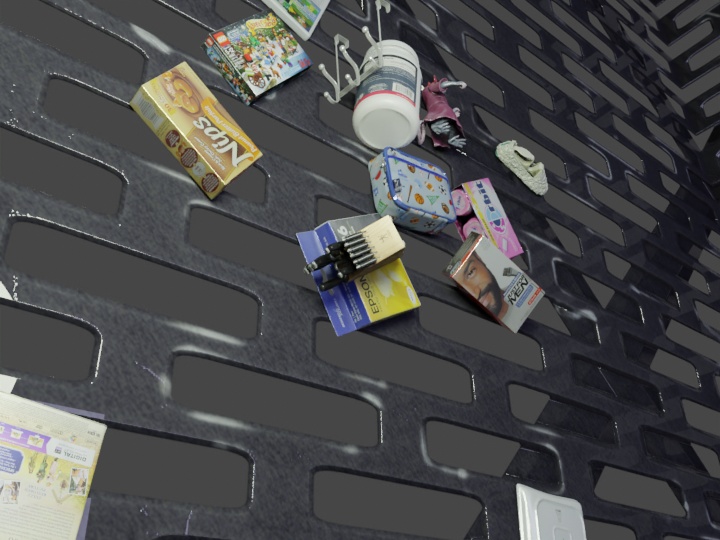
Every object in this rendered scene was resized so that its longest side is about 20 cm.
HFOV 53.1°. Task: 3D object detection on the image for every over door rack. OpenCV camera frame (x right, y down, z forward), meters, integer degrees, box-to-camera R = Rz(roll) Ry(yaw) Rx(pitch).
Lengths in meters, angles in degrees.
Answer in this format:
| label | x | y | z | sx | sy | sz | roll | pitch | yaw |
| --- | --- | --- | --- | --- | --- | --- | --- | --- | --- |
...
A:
| label | x | y | z | sx | sy | sz | roll | pitch | yaw |
| --- | --- | --- | --- | --- | --- | --- | --- | --- | --- |
| over door rack | -0.015 | -0.459 | 1.485 | 0.066 | 0.147 | 0.203 | 31 | 49 | -33 |

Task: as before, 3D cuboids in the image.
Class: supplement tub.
| label | x | y | z | sx | sy | sz | roll | pitch | yaw |
| --- | --- | --- | --- | --- | --- | --- | --- | --- | --- |
| supplement tub | 0.058 | -0.365 | 1.501 | 0.139 | 0.140 | 0.203 | 29 | 49 | -28 |

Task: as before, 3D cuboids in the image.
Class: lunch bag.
| label | x | y | z | sx | sy | sz | roll | pitch | yaw |
| --- | --- | --- | --- | --- | --- | --- | --- | --- | --- |
| lunch bag | 0.105 | -0.168 | 1.485 | 0.198 | 0.075 | 0.163 | 17 | 54 | -38 |

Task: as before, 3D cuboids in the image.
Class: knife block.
| label | x | y | z | sx | sy | sz | roll | pitch | yaw |
| --- | --- | --- | --- | --- | --- | --- | --- | --- | --- |
| knife block | -0.011 | -0.021 | 1.251 | 0.065 | 0.173 | 0.200 | 61 | -2 | 5 |

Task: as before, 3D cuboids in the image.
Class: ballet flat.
| label | x | y | z | sx | sy | sz | roll | pitch | yaw |
| --- | --- | --- | --- | --- | --- | --- | --- | --- | --- |
| ballet flat | 0.431 | -0.264 | 1.853 | 0.198 | 0.071 | 0.073 | 33 | 48 | -26 |

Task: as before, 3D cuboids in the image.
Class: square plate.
| label | x | y | z | sx | sy | sz | roll | pitch | yaw |
| --- | --- | --- | --- | --- | --- | --- | --- | --- | --- |
| square plate | 0.378 | 0.525 | 1.377 | 0.198 | 0.028 | 0.202 | 24 | 53 | -33 |

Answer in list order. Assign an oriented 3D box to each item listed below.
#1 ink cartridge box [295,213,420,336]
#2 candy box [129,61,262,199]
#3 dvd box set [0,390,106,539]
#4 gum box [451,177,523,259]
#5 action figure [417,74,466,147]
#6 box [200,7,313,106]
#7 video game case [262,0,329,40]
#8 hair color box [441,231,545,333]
| label | x | y | z | sx | sy | sz | roll | pitch | yaw |
| --- | --- | --- | --- | --- | --- | --- | --- | --- | --- |
| ink cartridge box | 0.000 | 0.000 | 1.311 | 0.198 | 0.047 | 0.201 | -14 | 77 | -48 |
| candy box | -0.266 | -0.230 | 1.181 | 0.201 | 0.055 | 0.116 | 50 | 43 | -10 |
| dvd box set | -0.382 | 0.252 | 0.813 | 0.145 | 0.029 | 0.203 | 27 | 50 | -31 |
| gum box | 0.276 | -0.097 | 1.609 | 0.113 | 0.066 | 0.203 | -17 | 80 | -48 |
| action figure | 0.177 | -0.369 | 1.676 | 0.146 | 0.135 | 0.203 | -14 | 56 | -3 |
| box | -0.192 | -0.408 | 1.367 | 0.137 | 0.037 | 0.200 | 52 | 43 | -8 |
| video game case | -0.159 | -0.605 | 1.524 | 0.199 | 0.022 | 0.184 | 39 | 46 | -21 |
| hair color box | 0.279 | 0.026 | 1.505 | 0.199 | 0.064 | 0.112 | 39 | 88 | -19 |
